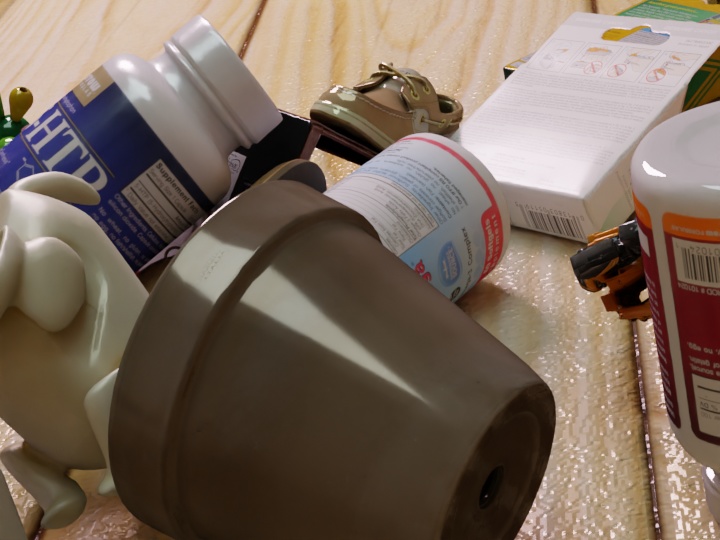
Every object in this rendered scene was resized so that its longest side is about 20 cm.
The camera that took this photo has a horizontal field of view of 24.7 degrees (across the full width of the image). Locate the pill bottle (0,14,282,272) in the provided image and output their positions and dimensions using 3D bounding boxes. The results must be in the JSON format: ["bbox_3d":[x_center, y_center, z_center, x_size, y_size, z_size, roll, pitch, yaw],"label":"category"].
[{"bbox_3d":[-0.155,-0.071,1.085,0.200,0.120,0.120,-40,29,-2],"label":"pill bottle"}]

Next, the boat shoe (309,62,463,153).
[{"bbox_3d":[0.023,-0.118,1.210,0.074,0.067,0.200,25,6,19],"label":"boat shoe"}]

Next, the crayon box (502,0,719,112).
[{"bbox_3d":[0.232,-0.168,1.332,0.199,0.052,0.125,-28,30,-24],"label":"crayon box"}]

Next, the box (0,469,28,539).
[{"bbox_3d":[-0.282,0.185,0.830,0.151,0.107,0.200,6,32,35],"label":"box"}]

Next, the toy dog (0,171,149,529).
[{"bbox_3d":[-0.148,0.058,0.937,0.139,0.199,0.195,-41,26,32],"label":"toy dog"}]

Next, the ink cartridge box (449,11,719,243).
[{"bbox_3d":[0.165,-0.110,1.209,0.160,0.050,0.200,15,51,46],"label":"ink cartridge box"}]

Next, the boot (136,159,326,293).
[{"bbox_3d":[-0.105,-0.003,1.076,0.200,0.074,0.075,-48,46,-9],"label":"boot"}]

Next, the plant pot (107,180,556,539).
[{"bbox_3d":[-0.001,0.075,0.842,0.172,0.202,0.200,23,42,28],"label":"plant pot"}]

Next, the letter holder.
[{"bbox_3d":[-0.063,-0.063,1.223,0.141,0.101,0.199,21,2,-42],"label":"letter holder"}]

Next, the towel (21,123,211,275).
[{"bbox_3d":[-0.174,-0.024,1.150,0.142,0.023,0.202,-9,65,11],"label":"towel"}]

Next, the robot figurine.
[{"bbox_3d":[0.212,-0.021,0.900,0.199,0.059,0.145,-22,-10,22],"label":"robot figurine"}]

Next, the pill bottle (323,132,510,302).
[{"bbox_3d":[0.000,0.000,1.051,0.108,0.110,0.200,11,36,40],"label":"pill bottle"}]

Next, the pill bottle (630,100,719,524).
[{"bbox_3d":[0.198,0.026,0.798,0.112,0.202,0.113,-11,26,5],"label":"pill bottle"}]

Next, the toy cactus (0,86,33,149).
[{"bbox_3d":[-0.258,-0.057,1.279,0.102,0.200,0.165,-38,-14,-4],"label":"toy cactus"}]

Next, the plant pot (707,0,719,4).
[{"bbox_3d":[0.392,-0.338,1.444,0.193,0.196,0.200,-7,22,13],"label":"plant pot"}]
